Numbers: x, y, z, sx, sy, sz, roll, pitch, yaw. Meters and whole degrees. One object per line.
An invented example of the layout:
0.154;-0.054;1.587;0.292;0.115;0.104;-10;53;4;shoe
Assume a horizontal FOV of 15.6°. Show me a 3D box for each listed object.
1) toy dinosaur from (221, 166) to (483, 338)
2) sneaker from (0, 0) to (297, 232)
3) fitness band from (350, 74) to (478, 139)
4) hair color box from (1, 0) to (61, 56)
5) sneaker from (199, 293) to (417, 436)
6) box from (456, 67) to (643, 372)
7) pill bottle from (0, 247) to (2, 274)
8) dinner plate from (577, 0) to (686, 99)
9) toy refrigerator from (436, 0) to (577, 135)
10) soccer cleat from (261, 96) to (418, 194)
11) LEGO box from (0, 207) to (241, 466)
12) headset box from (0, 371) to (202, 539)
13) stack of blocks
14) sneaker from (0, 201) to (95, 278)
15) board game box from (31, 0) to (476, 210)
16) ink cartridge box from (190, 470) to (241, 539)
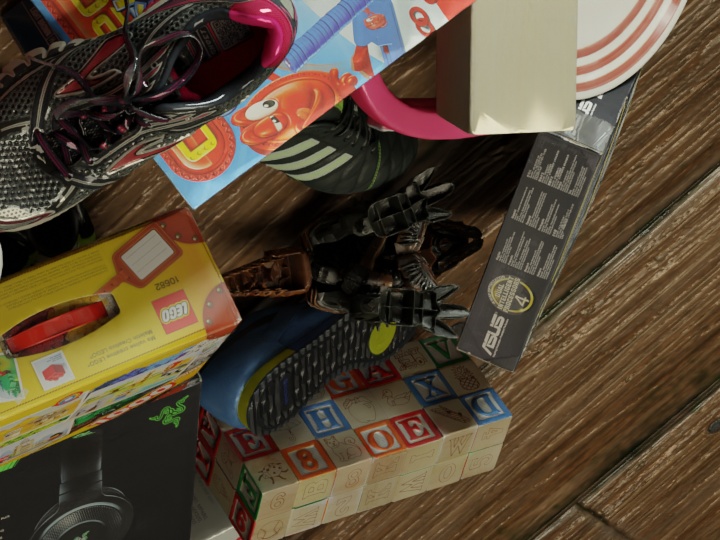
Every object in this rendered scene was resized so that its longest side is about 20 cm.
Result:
0.000;0.000;1.687;0.200;0.136;0.102;-35;108;-30;toy dinosaur
-0.122;-0.089;1.329;0.200;0.075;0.081;-36;111;3;sneaker
0.063;-0.152;1.573;0.199;0.037;0.144;-8;115;-41;fitness band
-0.088;-0.158;1.465;0.200;0.061;0.100;-37;146;3;hair color box
-0.035;0.039;1.758;0.200;0.078;0.066;-31;135;-38;sneaker
0.129;-0.056;1.701;0.161;0.049;0.200;-64;175;-47;box
-0.267;-0.054;1.317;0.113;0.200;0.114;-23;145;-17;pill bottle
0.134;-0.202;1.578;0.200;0.024;0.201;-18;118;-37;dinner plate
0.085;-0.182;1.472;0.070;0.076;0.201;-3;102;-13;toy refrigerator
-0.027;-0.090;1.580;0.200;0.068;0.081;8;158;-44;soccer cleat
-0.187;0.053;1.517;0.199;0.077;0.149;-23;170;-23;LEGO box
-0.198;0.120;1.679;0.174;0.093;0.200;-18;142;-23;headset box
-0.013;0.103;1.793;0.199;0.115;0.059;-14;141;-28;stack of blocks
-0.192;-0.027;1.515;0.072;0.083;0.200;-30;145;-7;sneaker
-0.070;-0.170;1.381;0.196;0.056;0.200;-37;111;2;board game box
-0.163;0.220;1.836;0.199;0.083;0.146;-26;144;-11;ink cartridge box
